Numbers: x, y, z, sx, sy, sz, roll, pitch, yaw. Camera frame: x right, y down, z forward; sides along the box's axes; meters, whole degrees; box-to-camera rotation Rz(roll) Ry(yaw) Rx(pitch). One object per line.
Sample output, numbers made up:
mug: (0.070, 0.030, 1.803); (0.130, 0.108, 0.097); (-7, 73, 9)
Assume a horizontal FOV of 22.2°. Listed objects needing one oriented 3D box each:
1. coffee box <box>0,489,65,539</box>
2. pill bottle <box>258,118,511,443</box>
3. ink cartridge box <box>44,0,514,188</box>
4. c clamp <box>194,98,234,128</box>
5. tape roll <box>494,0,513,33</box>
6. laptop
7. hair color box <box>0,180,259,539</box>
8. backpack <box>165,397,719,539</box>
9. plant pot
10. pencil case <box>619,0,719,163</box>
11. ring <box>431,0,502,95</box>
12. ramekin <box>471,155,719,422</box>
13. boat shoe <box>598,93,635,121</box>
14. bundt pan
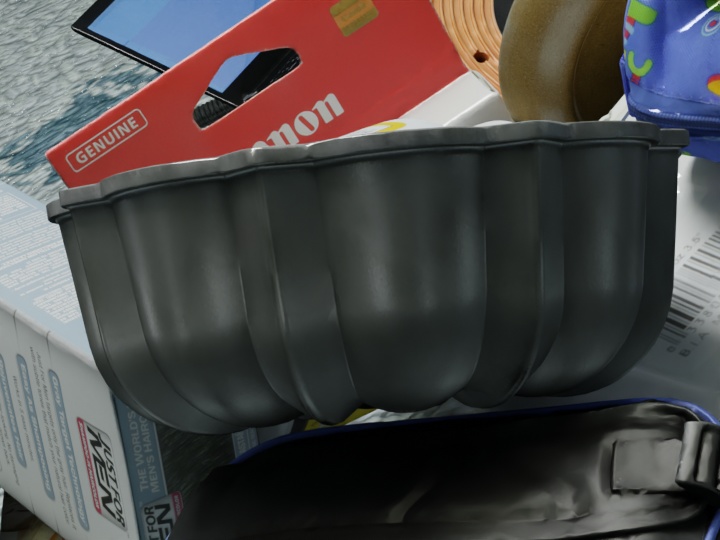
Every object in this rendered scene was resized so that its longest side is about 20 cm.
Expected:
coffee box: (-0.085, 0.132, 0.767); (0.114, 0.080, 0.200); (-27, 25, 4)
pill bottle: (0.000, 0.000, 0.779); (0.199, 0.113, 0.111); (-22, 16, -39)
ink cartridge box: (-0.021, -0.034, 0.878); (0.199, 0.177, 0.045); (-34, 27, -1)
c clamp: (-0.075, -0.092, 1.077); (0.198, 0.027, 0.171); (-21, 26, 21)
tape roll: (0.040, -0.081, 1.041); (0.199, 0.067, 0.201); (-23, 26, 12)
laptop: (-0.036, -0.186, 1.043); (0.199, 0.103, 0.178); (-26, 22, 50)
hair color box: (-0.119, 0.039, 0.727); (0.060, 0.100, 0.199); (-23, 30, -31)
backpack: (0.025, 0.142, 0.543); (0.198, 0.147, 0.184); (-3, 46, 36)
plant pot: (0.154, -0.118, 0.812); (0.199, 0.201, 0.028); (-31, 56, -2)
pencil case: (0.167, -0.059, 0.584); (0.086, 0.079, 0.199); (-31, 30, -27)
ring: (0.133, -0.128, 0.967); (0.198, 0.019, 0.202); (3, 48, -4)
ramekin: (0.134, 0.035, 0.652); (0.199, 0.098, 0.202); (-21, 37, 17)
boat shoe: (0.148, -0.083, 0.753); (0.203, 0.074, 0.086); (-54, 22, 22)
bundt pan: (0.006, 0.007, 0.566); (0.199, 0.077, 0.202); (-6, -4, 0)
